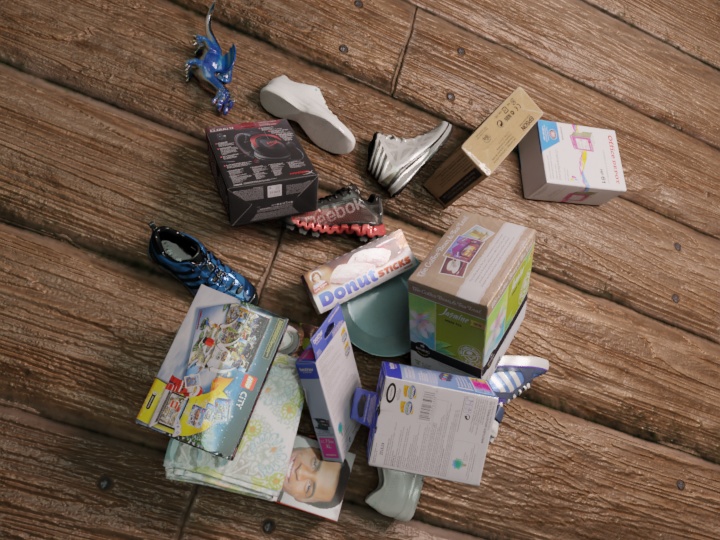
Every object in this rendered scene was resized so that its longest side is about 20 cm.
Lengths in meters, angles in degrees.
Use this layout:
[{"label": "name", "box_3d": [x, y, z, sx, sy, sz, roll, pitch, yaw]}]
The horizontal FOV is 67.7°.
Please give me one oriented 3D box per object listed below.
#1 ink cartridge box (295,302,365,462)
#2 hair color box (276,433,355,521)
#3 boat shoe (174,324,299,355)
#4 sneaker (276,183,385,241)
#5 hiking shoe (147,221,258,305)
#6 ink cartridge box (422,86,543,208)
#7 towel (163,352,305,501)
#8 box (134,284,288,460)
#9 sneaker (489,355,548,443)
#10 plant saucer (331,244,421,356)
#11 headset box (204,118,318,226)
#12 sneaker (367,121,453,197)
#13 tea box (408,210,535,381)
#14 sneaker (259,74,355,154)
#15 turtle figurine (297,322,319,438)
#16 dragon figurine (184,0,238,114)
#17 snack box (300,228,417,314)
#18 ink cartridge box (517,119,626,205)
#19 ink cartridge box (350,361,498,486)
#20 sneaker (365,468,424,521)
[{"label": "ink cartridge box", "box_3d": [-0.042, 0.163, 0.798, 0.119, 0.041, 0.203, -51, 134, -60]}, {"label": "hair color box", "box_3d": [-0.117, 0.297, 0.816, 0.197, 0.061, 0.103, 22, 69, -10]}, {"label": "boat shoe", "box_3d": [-0.190, 0.105, 0.848, 0.197, 0.066, 0.073, 9, 71, -15]}, {"label": "sneaker", "box_3d": [-0.047, -0.106, 0.941, 0.197, 0.071, 0.100, 3, 101, -18]}, {"label": "hiking shoe", "box_3d": [-0.251, 0.003, 0.849, 0.198, 0.087, 0.075, 30, 68, -6]}, {"label": "ink cartridge box", "box_3d": [0.231, -0.231, 1.024, 0.075, 0.165, 0.200, 44, 67, -2]}, {"label": "towel", "box_3d": [-0.172, 0.209, 0.766, 0.168, 0.048, 0.203, 15, 71, -5]}, {"label": "box", "box_3d": [-0.198, 0.137, 0.739, 0.135, 0.038, 0.202, 22, 70, -1]}, {"label": "sneaker", "box_3d": [0.243, 0.225, 0.944, 0.197, 0.080, 0.149, 4, 81, -19]}, {"label": "plant saucer", "box_3d": [0.038, 0.053, 0.949, 0.198, 0.039, 0.205, 5, 73, -16]}, {"label": "headset box", "box_3d": [-0.170, -0.176, 0.900, 0.146, 0.076, 0.201, -13, 48, -20]}, {"label": "sneaker", "box_3d": [0.089, -0.247, 1.034, 0.115, 0.076, 0.201, 43, 69, -3]}, {"label": "tea box", "box_3d": [0.180, 0.048, 0.868, 0.132, 0.199, 0.200, 18, 46, 29]}, {"label": "sneaker", "box_3d": [-0.085, -0.302, 1.005, 0.199, 0.075, 0.089, 34, 56, -4]}, {"label": "turtle figurine", "box_3d": [-0.093, 0.169, 0.842, 0.198, 0.064, 0.164, 25, 73, -20]}, {"label": "dragon figurine", "box_3d": [-0.258, -0.381, 0.977, 0.098, 0.059, 0.203, 14, 71, -12]}, {"label": "snack box", "box_3d": [0.000, 0.000, 0.914, 0.198, 0.024, 0.073, -26, 90, -21]}, {"label": "ink cartridge box", "box_3d": [0.444, -0.225, 1.131, 0.197, 0.085, 0.147, 3, 73, -17]}, {"label": "ink cartridge box", "box_3d": [0.086, 0.217, 0.784, 0.197, 0.076, 0.139, 11, 97, -3]}, {"label": "sneaker", "box_3d": [0.066, 0.287, 0.862, 0.087, 0.075, 0.203, 21, 71, -6]}]
